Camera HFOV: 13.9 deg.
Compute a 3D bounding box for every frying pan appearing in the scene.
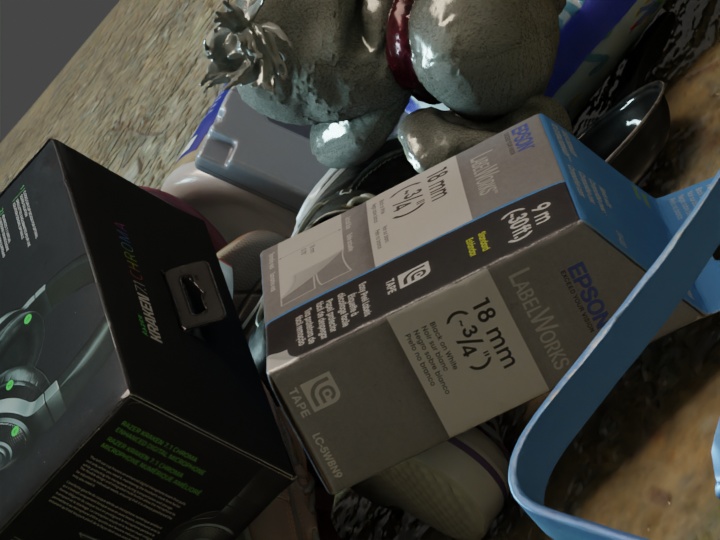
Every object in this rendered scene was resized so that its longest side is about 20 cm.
[{"bbox_3d":[0.105,-0.053,1.367,0.115,0.031,0.190,-41,7,19],"label":"frying pan"}]

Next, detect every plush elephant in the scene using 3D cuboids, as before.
[{"bbox_3d":[0.027,-0.116,1.330,0.200,0.154,0.165,-58,-28,-66],"label":"plush elephant"}]

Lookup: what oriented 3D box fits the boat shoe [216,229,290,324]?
[{"bbox_3d":[-0.094,0.064,1.456,0.200,0.076,0.072,-55,19,2],"label":"boat shoe"}]

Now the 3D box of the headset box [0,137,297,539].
[{"bbox_3d":[-0.133,0.069,1.231,0.200,0.093,0.174,-47,37,19],"label":"headset box"}]

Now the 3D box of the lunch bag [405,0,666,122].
[{"bbox_3d":[0.091,-0.145,1.461,0.170,0.127,0.200,-53,20,21],"label":"lunch bag"}]

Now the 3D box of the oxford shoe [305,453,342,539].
[{"bbox_3d":[-0.044,0.144,1.311,0.200,0.071,0.074,-82,9,-64],"label":"oxford shoe"}]

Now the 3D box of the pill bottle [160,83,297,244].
[{"bbox_3d":[-0.025,-0.082,1.672,0.116,0.116,0.200,-33,23,51],"label":"pill bottle"}]

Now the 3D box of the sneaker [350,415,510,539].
[{"bbox_3d":[0.038,0.047,1.255,0.114,0.073,0.200,-50,14,-7],"label":"sneaker"}]

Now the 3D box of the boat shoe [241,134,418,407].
[{"bbox_3d":[0.000,0.000,1.358,0.071,0.072,0.200,-45,11,48],"label":"boat shoe"}]

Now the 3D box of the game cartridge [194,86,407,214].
[{"bbox_3d":[0.009,-0.109,1.596,0.200,0.133,0.042,-64,1,-28],"label":"game cartridge"}]

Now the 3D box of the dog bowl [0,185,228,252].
[{"bbox_3d":[-0.129,0.043,1.559,0.074,0.200,0.200,-14,36,38],"label":"dog bowl"}]

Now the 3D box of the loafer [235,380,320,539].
[{"bbox_3d":[-0.044,0.119,1.227,0.072,0.063,0.200,-46,34,30],"label":"loafer"}]

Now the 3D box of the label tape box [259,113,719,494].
[{"bbox_3d":[0.062,-0.003,1.167,0.200,0.063,0.144,-26,19,6],"label":"label tape box"}]

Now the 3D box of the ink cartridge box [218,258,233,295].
[{"bbox_3d":[-0.098,0.091,1.356,0.109,0.050,0.201,46,-130,-84],"label":"ink cartridge box"}]

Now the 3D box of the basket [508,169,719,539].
[{"bbox_3d":[0.150,0.023,0.777,0.200,0.139,0.177,24,73,44],"label":"basket"}]
